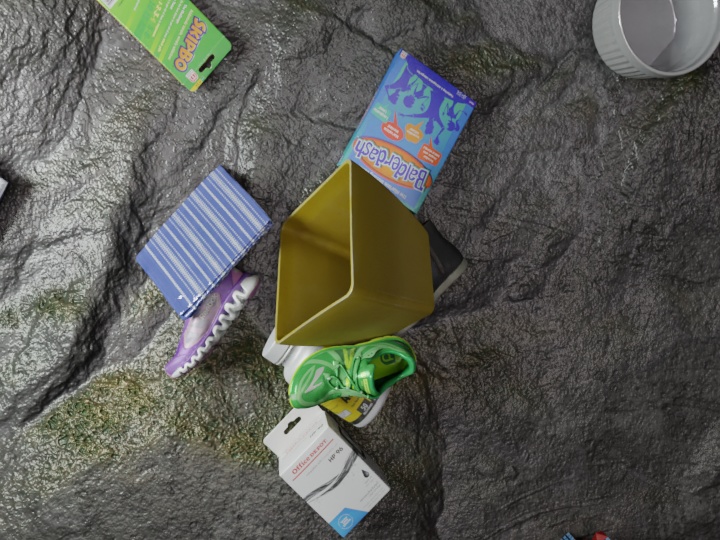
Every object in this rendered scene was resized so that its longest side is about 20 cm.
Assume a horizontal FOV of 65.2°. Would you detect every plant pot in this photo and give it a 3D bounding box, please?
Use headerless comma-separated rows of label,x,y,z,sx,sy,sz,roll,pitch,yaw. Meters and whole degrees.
plant pot,0.000,0.000,0.824,0.173,0.199,0.205,18,56,-31

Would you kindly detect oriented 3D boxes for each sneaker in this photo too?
sneaker,-0.244,0.070,0.873,0.088,0.080,0.202,37,85,-6
sneaker,-0.010,0.145,0.805,0.195,0.083,0.076,-19,102,-12
sneaker,0.075,0.017,0.927,0.200,0.075,0.107,-45,98,-11

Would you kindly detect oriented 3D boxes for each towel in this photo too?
towel,-0.238,-0.043,0.853,0.145,0.024,0.200,43,89,21

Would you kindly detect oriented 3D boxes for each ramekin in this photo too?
ramekin,0.477,-0.413,0.918,0.194,0.105,0.207,-1,99,-9

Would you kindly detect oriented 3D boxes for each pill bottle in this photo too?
pill bottle,-0.054,0.152,0.896,0.197,0.111,0.113,34,91,-12

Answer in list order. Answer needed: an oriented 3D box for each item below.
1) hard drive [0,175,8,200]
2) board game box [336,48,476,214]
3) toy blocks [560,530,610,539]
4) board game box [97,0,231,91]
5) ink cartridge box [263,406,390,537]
hard drive,-0.605,-0.082,0.801,0.134,0.042,0.202,36,90,-12
board game box,0.073,-0.218,0.902,0.149,0.045,0.204,28,93,-13
toy blocks,0.418,0.563,1.054,0.199,0.100,0.137,-41,91,-2
board game box,-0.290,-0.368,0.827,0.200,0.030,0.096,44,89,-10
ink cartridge box,-0.058,0.325,0.940,0.116,0.068,0.200,-43,102,-2
